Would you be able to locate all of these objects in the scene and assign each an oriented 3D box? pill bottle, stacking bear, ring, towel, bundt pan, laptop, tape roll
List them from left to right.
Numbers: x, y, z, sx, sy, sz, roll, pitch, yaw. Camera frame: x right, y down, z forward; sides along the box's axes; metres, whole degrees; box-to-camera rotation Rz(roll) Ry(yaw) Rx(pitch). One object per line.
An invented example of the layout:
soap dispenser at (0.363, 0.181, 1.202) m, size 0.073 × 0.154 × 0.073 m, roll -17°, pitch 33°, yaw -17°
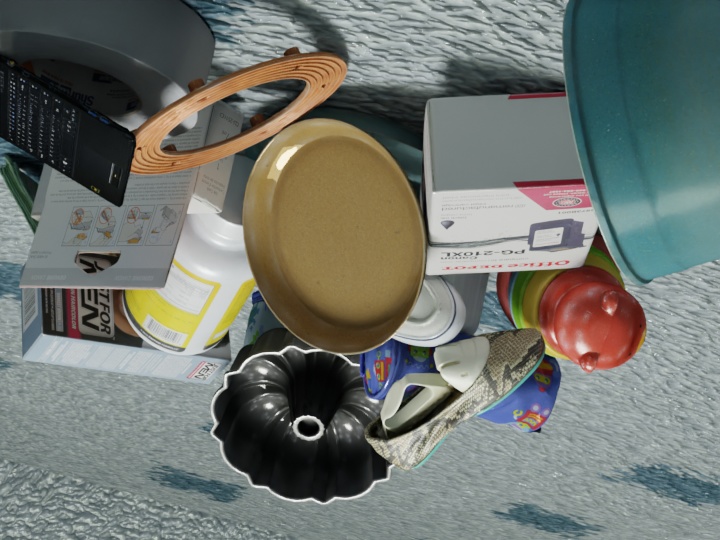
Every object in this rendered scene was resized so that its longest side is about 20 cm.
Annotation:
laptop at (-0.288, -0.088, 1.428) m, size 0.199 × 0.104 × 0.177 m, roll 31°, pitch 163°, yaw -3°
towel at (-0.286, -0.029, 1.908) m, size 0.023 × 0.153 × 0.200 m, roll -40°, pitch 144°, yaw 8°
tape roll at (-0.221, -0.177, 1.495) m, size 0.198 × 0.067 × 0.201 m, roll 10°, pitch 162°, yaw 3°
pill bottle at (-0.144, -0.016, 1.709) m, size 0.111 × 0.113 × 0.200 m, roll 17°, pitch 140°, yaw -15°
ring at (-0.104, -0.129, 1.474) m, size 0.199 × 0.019 × 0.201 m, roll -24°, pitch 170°, yaw -5°
bundt pan at (-0.047, 0.133, 1.826) m, size 0.199 × 0.076 × 0.204 m, roll 4°, pitch 125°, yaw 5°
stacking bear at (0.195, 0.033, 1.639) m, size 0.113 × 0.122 × 0.200 m, roll 23°, pitch -172°, yaw -13°

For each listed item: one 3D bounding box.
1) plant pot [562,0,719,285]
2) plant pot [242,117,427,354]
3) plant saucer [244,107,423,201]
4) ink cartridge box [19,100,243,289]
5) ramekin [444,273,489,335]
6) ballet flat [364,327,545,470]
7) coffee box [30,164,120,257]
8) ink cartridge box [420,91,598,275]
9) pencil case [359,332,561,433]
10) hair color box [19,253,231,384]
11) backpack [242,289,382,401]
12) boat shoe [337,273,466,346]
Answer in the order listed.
plant pot at (0.252, -0.108, 1.212) m, size 0.186 × 0.202 × 0.200 m, roll -13°, pitch 153°, yaw 22°
plant pot at (-0.018, -0.030, 1.559) m, size 0.199 × 0.203 × 0.027 m, roll -3°, pitch -172°, yaw 40°
plant saucer at (-0.005, -0.100, 1.645) m, size 0.198 × 0.028 × 0.200 m, roll 12°, pitch 162°, yaw 4°
ink cartridge box at (-0.205, -0.061, 1.634) m, size 0.199 × 0.178 × 0.045 m, roll 1°, pitch 161°, yaw 41°
ramekin at (0.030, 0.006, 1.772) m, size 0.198 × 0.099 × 0.201 m, roll 8°, pitch 172°, yaw 1°
ballet flat at (0.074, 0.107, 1.625) m, size 0.075 × 0.068 × 0.200 m, roll 30°, pitch 126°, yaw -25°
coffee box at (-0.218, -0.052, 1.842) m, size 0.113 × 0.081 × 0.200 m, roll -1°, pitch 158°, yaw 33°
ink cartridge box at (0.124, -0.068, 1.515) m, size 0.143 × 0.085 × 0.200 m, roll -3°, pitch 161°, yaw 0°
pencil case at (0.092, 0.098, 1.724) m, size 0.198 × 0.079 × 0.087 m, roll 14°, pitch 153°, yaw -27°
hair color box at (-0.229, 0.044, 1.797) m, size 0.198 × 0.100 × 0.061 m, roll 10°, pitch 148°, yaw -29°
backpack at (-0.022, 0.064, 1.942) m, size 0.198 × 0.149 × 0.183 m, roll 9°, pitch 172°, yaw -5°
boat shoe at (0.002, -0.004, 1.620) m, size 0.201 × 0.075 × 0.086 m, roll 37°, pitch -177°, yaw 33°
